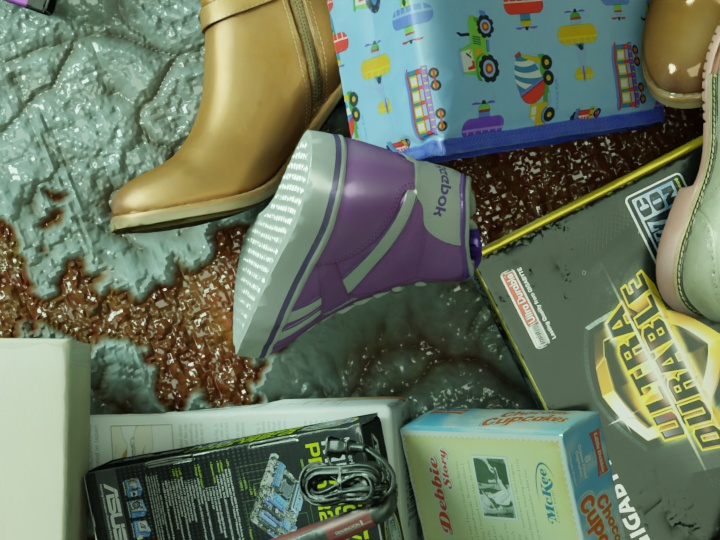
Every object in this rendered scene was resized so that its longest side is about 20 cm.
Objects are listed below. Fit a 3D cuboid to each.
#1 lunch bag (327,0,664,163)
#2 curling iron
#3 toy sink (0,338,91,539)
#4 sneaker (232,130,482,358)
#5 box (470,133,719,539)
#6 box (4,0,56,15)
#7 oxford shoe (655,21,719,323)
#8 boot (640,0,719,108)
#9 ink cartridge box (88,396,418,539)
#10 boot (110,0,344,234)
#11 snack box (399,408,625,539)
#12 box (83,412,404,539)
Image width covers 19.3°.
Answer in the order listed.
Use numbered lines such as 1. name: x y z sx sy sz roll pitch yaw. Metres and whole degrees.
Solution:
1. lunch bag: 0.089 -0.142 1.132 0.200 0.094 0.151 -10 91 -30
2. curling iron: -0.064 0.145 1.106 0.200 0.026 0.050 -32 64 19
3. toy sink: -0.213 0.136 1.125 0.130 0.112 0.200 0 86 -1
4. sneaker: 0.000 0.001 1.113 0.114 0.200 0.073 9 66 -15
5. box: 0.170 0.045 1.136 0.160 0.049 0.200 -26 90 -2
6. box: -0.244 -0.240 1.172 0.200 0.036 0.143 19 90 -2
7. oxford shoe: 0.212 -0.067 1.065 0.071 0.074 0.200 9 97 -29
8. boot: 0.179 -0.199 1.091 0.074 0.155 0.200 8 62 23
9. ink cartridge box: -0.067 0.155 1.189 0.200 0.050 0.163 -2 92 18
10. boot: -0.066 -0.115 1.153 0.200 0.077 0.155 -23 93 -2
11. snack box: 0.093 0.173 1.134 0.037 0.116 0.200 -23 105 -43
12. box: -0.050 0.189 1.139 0.160 0.044 0.200 -12 91 14
